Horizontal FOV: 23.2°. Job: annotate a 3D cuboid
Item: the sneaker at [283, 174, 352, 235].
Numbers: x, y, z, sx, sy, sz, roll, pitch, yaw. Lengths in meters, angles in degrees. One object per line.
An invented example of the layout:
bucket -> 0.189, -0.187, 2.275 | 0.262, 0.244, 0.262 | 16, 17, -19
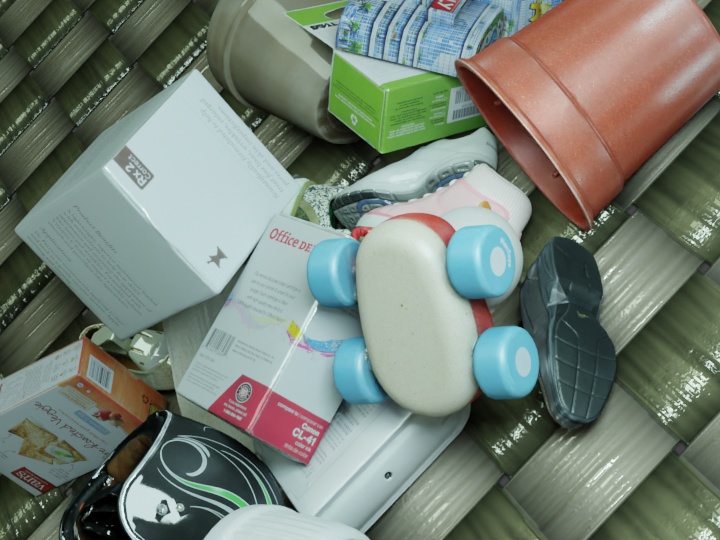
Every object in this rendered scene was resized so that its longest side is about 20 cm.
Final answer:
sneaker -> -0.050, -0.022, 1.859 | 0.088, 0.077, 0.201 | -8, 54, 26

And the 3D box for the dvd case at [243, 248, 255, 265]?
dvd case -> -0.135, -0.008, 1.885 | 0.200, 0.025, 0.151 | -103, 29, -59

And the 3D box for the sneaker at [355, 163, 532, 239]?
sneaker -> 0.089, -0.052, 1.734 | 0.200, 0.075, 0.105 | 9, 59, 49

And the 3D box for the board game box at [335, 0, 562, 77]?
board game box -> 0.101, -0.272, 1.823 | 0.198, 0.062, 0.200 | 14, 33, 14

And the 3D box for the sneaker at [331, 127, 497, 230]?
sneaker -> 0.062, -0.088, 1.812 | 0.199, 0.075, 0.087 | -14, 35, 29

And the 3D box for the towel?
towel -> -0.134, 0.104, 1.776 | 0.132, 0.034, 0.201 | -20, 77, 36

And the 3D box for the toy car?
toy car -> 0.090, 0.017, 1.554 | 0.183, 0.178, 0.200 | -5, 16, 37

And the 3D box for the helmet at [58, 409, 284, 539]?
helmet -> -0.159, 0.247, 1.610 | 0.200, 0.191, 0.200 | -44, 13, 13

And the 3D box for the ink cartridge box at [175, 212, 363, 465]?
ink cartridge box -> -0.065, 0.061, 1.638 | 0.147, 0.085, 0.201 | 21, 79, 55

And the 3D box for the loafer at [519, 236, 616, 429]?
loafer -> 0.177, 0.065, 1.543 | 0.072, 0.072, 0.201 | -48, 25, 39

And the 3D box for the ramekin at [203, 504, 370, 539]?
ramekin -> -0.052, 0.297, 1.448 | 0.104, 0.200, 0.201 | -1, 55, 35

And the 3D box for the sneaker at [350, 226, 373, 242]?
sneaker -> 0.000, 0.000, 1.741 | 0.199, 0.077, 0.086 | -8, 95, 46

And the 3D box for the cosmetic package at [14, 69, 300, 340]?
cosmetic package -> -0.202, -0.062, 1.743 | 0.200, 0.165, 0.165 | -24, 24, 50

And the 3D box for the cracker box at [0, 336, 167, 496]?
cracker box -> -0.329, 0.163, 1.917 | 0.199, 0.134, 0.058 | -26, 41, 29

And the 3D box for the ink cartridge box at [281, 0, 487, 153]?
ink cartridge box -> 0.027, -0.215, 1.851 | 0.147, 0.076, 0.200 | -17, 39, -31

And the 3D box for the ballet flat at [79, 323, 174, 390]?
ballet flat -> -0.249, 0.093, 1.961 | 0.199, 0.062, 0.068 | 1, 58, 47

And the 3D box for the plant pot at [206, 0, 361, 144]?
plant pot -> -0.047, -0.236, 1.977 | 0.200, 0.200, 0.174 | -46, 53, 2

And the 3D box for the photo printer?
photo printer -> 0.006, 0.142, 1.637 | 0.200, 0.069, 0.166 | -47, 35, 1

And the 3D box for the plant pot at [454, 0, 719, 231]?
plant pot -> 0.223, -0.175, 1.619 | 0.195, 0.201, 0.201 | -39, 35, -1
